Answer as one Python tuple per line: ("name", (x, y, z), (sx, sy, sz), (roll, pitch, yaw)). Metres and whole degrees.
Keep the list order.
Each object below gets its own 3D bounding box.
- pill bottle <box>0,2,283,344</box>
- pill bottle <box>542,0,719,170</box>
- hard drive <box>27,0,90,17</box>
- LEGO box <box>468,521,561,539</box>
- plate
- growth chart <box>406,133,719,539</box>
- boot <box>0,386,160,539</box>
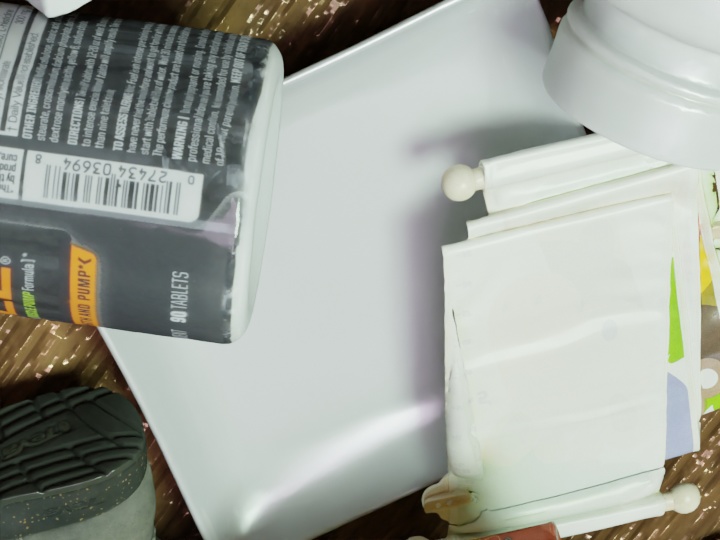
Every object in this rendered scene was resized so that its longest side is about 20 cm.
("pill bottle", (-0.130, -0.039, 0.998), (0.199, 0.106, 0.107), (8, 121, 2))
("pill bottle", (0.135, -0.141, 1.012), (0.111, 0.111, 0.201), (12, 115, -21))
("hard drive", (-0.071, -0.193, 0.935), (0.132, 0.026, 0.201), (-33, 137, -23))
("LEGO box", (0.002, 0.186, 1.137), (0.199, 0.077, 0.149), (-13, 138, 12))
("plate", (0.000, 0.000, 1.115), (0.199, 0.032, 0.201), (-24, 124, 1))
("growth chart", (0.090, 0.028, 1.127), (0.144, 0.018, 0.201), (-6, 123, -14))
("boot", (-0.165, 0.123, 1.131), (0.199, 0.068, 0.131), (-10, 134, -3))
